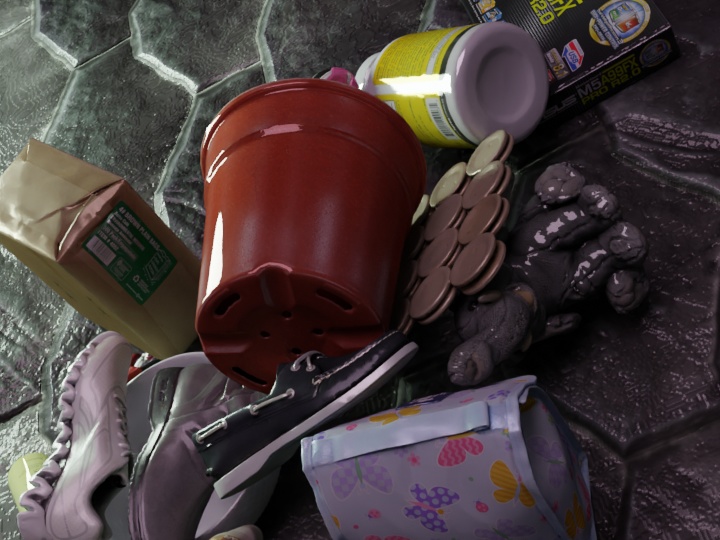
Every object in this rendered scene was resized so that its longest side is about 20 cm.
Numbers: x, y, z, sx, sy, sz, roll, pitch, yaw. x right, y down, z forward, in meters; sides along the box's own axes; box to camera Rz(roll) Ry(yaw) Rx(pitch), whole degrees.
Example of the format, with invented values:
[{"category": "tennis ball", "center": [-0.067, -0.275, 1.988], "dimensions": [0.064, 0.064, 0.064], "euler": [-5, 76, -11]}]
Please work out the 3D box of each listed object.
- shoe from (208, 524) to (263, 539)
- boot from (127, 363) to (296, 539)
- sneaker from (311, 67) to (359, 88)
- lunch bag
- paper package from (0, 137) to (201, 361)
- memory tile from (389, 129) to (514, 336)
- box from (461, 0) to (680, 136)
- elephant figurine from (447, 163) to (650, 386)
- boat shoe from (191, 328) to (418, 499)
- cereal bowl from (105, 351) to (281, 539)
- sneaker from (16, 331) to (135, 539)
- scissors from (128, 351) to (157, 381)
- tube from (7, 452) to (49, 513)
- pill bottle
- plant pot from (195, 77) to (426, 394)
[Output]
[{"category": "shoe", "center": [-0.121, 0.291, 0.912], "dimensions": [0.069, 0.053, 0.201], "euler": [24, 106, 4]}, {"category": "boot", "center": [-0.114, 0.155, 0.942], "dimensions": [0.130, 0.070, 0.202], "euler": [-10, 59, 18]}, {"category": "sneaker", "center": [-0.067, -0.121, 1.172], "dimensions": [0.088, 0.073, 0.201], "euler": [50, 123, 49]}, {"category": "lunch bag", "center": [0.072, 0.154, 0.850], "dimensions": [0.168, 0.200, 0.128], "euler": [-17, 52, 21]}, {"category": "paper package", "center": [-0.259, -0.017, 1.156], "dimensions": [0.190, 0.200, 0.104], "euler": [22, 68, 41]}, {"category": "memory tile", "center": [0.072, -0.026, 0.965], "dimensions": [0.153, 0.017, 0.201], "euler": [-41, 21, 35]}, {"category": "box", "center": [0.203, -0.248, 1.149], "dimensions": [0.159, 0.044, 0.201], "euler": [-29, 49, 12]}, {"category": "elephant figurine", "center": [0.125, 0.017, 0.939], "dimensions": [0.200, 0.156, 0.142], "euler": [-39, 56, -8]}, {"category": "boat shoe", "center": [-0.047, 0.096, 0.862], "dimensions": [0.199, 0.076, 0.061], "euler": [-37, 78, 14]}, {"category": "cereal bowl", "center": [-0.153, 0.179, 1.046], "dimensions": [0.198, 0.083, 0.202], "euler": [-15, 53, 21]}, {"category": "sneaker", "center": [-0.231, 0.151, 1.019], "dimensions": [0.080, 0.075, 0.202], "euler": [3, 63, 18]}, {"category": "scissors", "center": [-0.226, 0.100, 1.192], "dimensions": [0.198, 0.014, 0.074], "euler": [-19, 49, 18]}, {"category": "tube", "center": [-0.284, 0.233, 1.074], "dimensions": [0.058, 0.052, 0.200], "euler": [-42, 31, -9]}, {"category": "pill bottle", "center": [0.078, -0.174, 1.103], "dimensions": [0.113, 0.112, 0.199], "euler": [-56, 29, -14]}, {"category": "plant pot", "center": [-0.047, -0.016, 0.938], "dimensions": [0.199, 0.201, 0.196], "euler": [-16, 42, 21]}]
